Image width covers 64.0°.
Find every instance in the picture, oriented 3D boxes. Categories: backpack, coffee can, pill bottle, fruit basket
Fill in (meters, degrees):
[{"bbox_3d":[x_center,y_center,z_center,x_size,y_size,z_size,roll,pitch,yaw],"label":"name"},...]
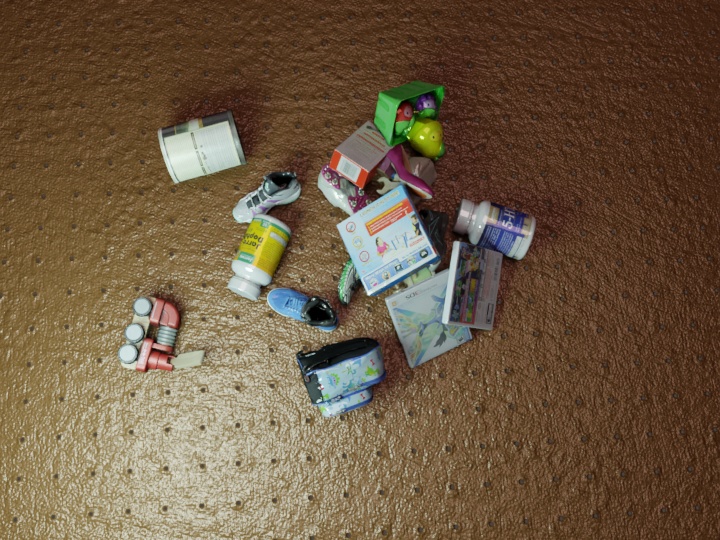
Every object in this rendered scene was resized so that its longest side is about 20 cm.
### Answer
[{"bbox_3d":[-0.037,0.249,1.385,0.196,0.183,0.150,-19,99,-11],"label":"backpack"},{"bbox_3d":[-0.417,-0.330,1.534,0.196,0.147,0.149,-17,76,-7],"label":"coffee can"},{"bbox_3d":[-0.263,-0.033,1.479,0.111,0.113,0.203,21,75,3],"label":"pill bottle"},{"bbox_3d":[0.350,-0.116,1.527,0.196,0.120,0.122,18,75,2],"label":"pill bottle"},{"bbox_3d":[0.160,-0.404,1.563,0.211,0.157,0.218,7,43,-6],"label":"fruit basket"}]

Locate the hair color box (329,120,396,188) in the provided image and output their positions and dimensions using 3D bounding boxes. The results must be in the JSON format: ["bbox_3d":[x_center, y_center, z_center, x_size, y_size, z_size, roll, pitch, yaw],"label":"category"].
[{"bbox_3d":[0.012,-0.313,1.547,0.110,0.064,0.200,33,46,6],"label":"hair color box"}]

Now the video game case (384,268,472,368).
[{"bbox_3d":[0.174,0.122,1.448,0.179,0.022,0.203,-24,110,-7],"label":"video game case"}]

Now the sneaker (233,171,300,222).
[{"bbox_3d":[-0.252,-0.206,1.511,0.198,0.140,0.079,-31,78,-11],"label":"sneaker"}]

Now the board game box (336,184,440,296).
[{"bbox_3d":[0.068,-0.071,1.424,0.198,0.056,0.199,-29,76,16],"label":"board game box"}]

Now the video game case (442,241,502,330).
[{"bbox_3d":[0.285,0.041,1.457,0.180,0.023,0.205,11,87,-39],"label":"video game case"}]

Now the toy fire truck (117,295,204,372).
[{"bbox_3d":[-0.475,0.169,1.420,0.196,0.129,0.180,16,74,-11],"label":"toy fire truck"}]

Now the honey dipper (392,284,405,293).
[{"bbox_3d":[0.073,-0.001,1.496,0.038,0.038,0.203,-29,95,-10],"label":"honey dipper"}]

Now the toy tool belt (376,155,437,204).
[{"bbox_3d":[0.108,-0.230,1.562,0.122,0.126,0.201,26,69,37],"label":"toy tool belt"}]

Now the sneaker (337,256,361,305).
[{"bbox_3d":[0.000,0.000,1.501,0.084,0.078,0.203,26,75,4],"label":"sneaker"}]

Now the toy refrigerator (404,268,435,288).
[{"bbox_3d":[0.154,0.016,1.508,0.075,0.070,0.203,-19,77,-8],"label":"toy refrigerator"}]

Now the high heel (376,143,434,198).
[{"bbox_3d":[0.130,-0.255,1.454,0.199,0.067,0.097,37,86,35],"label":"high heel"}]

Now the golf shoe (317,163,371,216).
[{"bbox_3d":[-0.039,-0.195,1.556,0.201,0.091,0.075,50,59,-3],"label":"golf shoe"}]

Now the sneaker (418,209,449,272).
[{"bbox_3d":[0.178,-0.080,1.485,0.078,0.076,0.202,22,46,-11],"label":"sneaker"}]

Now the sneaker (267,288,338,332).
[{"bbox_3d":[-0.147,0.090,1.452,0.197,0.111,0.078,26,75,5],"label":"sneaker"}]
